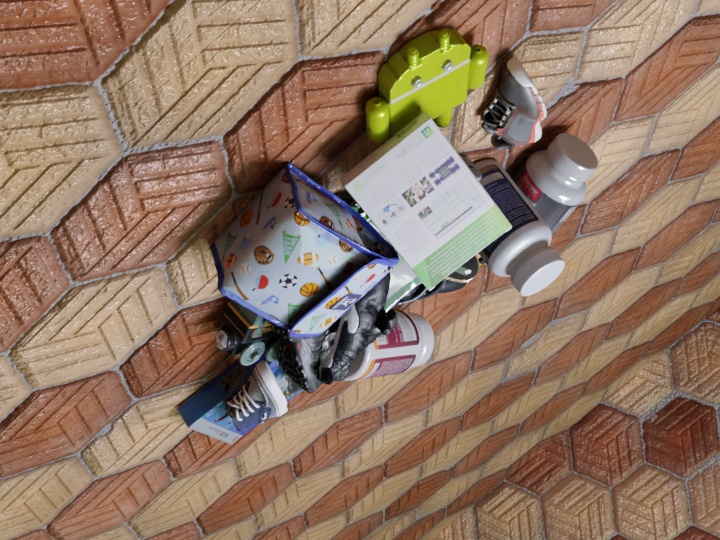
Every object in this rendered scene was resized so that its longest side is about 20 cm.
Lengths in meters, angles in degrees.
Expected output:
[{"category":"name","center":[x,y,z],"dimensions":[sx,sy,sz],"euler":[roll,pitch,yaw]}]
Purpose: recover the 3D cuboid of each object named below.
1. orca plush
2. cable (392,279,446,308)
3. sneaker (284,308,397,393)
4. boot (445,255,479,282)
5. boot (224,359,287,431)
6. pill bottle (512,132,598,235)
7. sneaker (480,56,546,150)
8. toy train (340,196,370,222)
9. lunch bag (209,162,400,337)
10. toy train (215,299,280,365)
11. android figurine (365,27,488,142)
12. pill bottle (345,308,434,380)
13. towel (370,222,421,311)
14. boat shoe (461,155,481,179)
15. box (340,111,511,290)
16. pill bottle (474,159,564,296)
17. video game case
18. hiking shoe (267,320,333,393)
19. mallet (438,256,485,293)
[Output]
[{"category":"orca plush","center":[0.006,0.079,1.679],"dimensions":[0.201,0.070,0.105],"euler":[-62,157,-16]},{"category":"cable","center":[0.063,-0.012,1.811],"dimensions":[0.198,0.051,0.165],"euler":[-2,124,-25]},{"category":"sneaker","center":[-0.031,0.128,1.858],"dimensions":[0.197,0.060,0.105],"euler":[-16,125,-5]},{"category":"boot","center":[0.117,-0.045,1.638],"dimensions":[0.199,0.138,0.078],"euler":[37,80,-24]},{"category":"boot","center":[-0.167,0.205,1.807],"dimensions":[0.090,0.073,0.200],"euler":[-27,160,-9]},{"category":"pill bottle","center":[0.295,-0.123,1.877],"dimensions":[0.110,0.111,0.201],"euler":[-10,146,-44]},{"category":"sneaker","center":[0.210,-0.221,1.635],"dimensions":[0.081,0.078,0.200],"euler":[-27,155,-1]},{"category":"toy train","center":[-0.054,-0.047,1.629],"dimensions":[0.199,0.042,0.057],"euler":[-34,128,-2]},{"category":"lunch bag","center":[-0.067,-0.009,1.519],"dimensions":[0.170,0.125,0.199],"euler":[-41,128,21]},{"category":"toy train","center":[-0.127,0.073,1.731],"dimensions":[0.199,0.085,0.115],"euler":[-6,134,-48]},{"category":"android figurine","center":[0.083,-0.235,1.483],"dimensions":[0.181,0.041,0.201],"euler":[-29,157,-14]},{"category":"pill bottle","center":[0.032,0.124,1.983],"dimensions":[0.199,0.115,0.114],"euler":[-1,139,-51]},{"category":"towel","center":[0.000,0.000,1.728],"dimensions":[0.149,0.031,0.200],"euler":[-42,134,6]},{"category":"boat shoe","center":[0.111,-0.129,1.670],"dimensions":[0.071,0.072,0.199],"euler":[-49,155,20]},{"category":"box","center":[0.088,-0.089,1.526],"dimensions":[0.144,0.036,0.200],"euler":[-37,115,8]},{"category":"pill bottle","center":[0.223,-0.063,1.781],"dimensions":[0.110,0.201,0.111],"euler":[-28,155,-14]},{"category":"video game case","center":[-0.183,0.204,1.936],"dimensions":[0.199,0.046,0.181],"euler":[-37,157,4]},{"category":"hiking shoe","center":[-0.071,0.095,1.686],"dimensions":[0.100,0.076,0.201],"euler":[-36,140,-24]},{"category":"mallet","center":[0.201,-0.014,1.913],"dimensions":[0.199,0.042,0.066],"euler":[-29,166,38]}]
